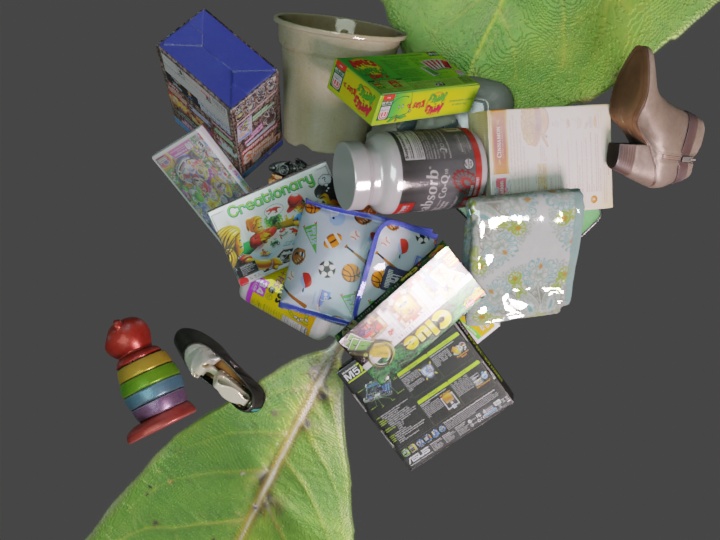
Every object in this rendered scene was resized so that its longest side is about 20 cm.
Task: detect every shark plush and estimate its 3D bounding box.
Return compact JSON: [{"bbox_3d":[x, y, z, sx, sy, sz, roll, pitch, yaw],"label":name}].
[{"bbox_3d":[0.051,-0.175,1.273,0.083,0.091,0.200,38,98,-27],"label":"shark plush"}]

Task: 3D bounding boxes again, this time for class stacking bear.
[{"bbox_3d":[-0.374,0.176,1.470,0.113,0.121,0.201,-27,86,16],"label":"stacking bear"}]

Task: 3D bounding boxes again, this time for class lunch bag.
[{"bbox_3d":[0.000,0.000,1.238,0.199,0.124,0.171,16,91,9],"label":"lunch bag"}]

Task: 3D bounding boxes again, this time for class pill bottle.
[{"bbox_3d":[-0.090,0.045,1.392,0.199,0.104,0.105,28,103,5],"label":"pill bottle"},{"bbox_3d":[0.068,-0.139,1.204,0.199,0.116,0.117,-7,99,-20],"label":"pill bottle"}]

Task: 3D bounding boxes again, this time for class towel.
[{"bbox_3d":[0.230,-0.018,1.228,0.170,0.048,0.201,-8,119,-15],"label":"towel"}]

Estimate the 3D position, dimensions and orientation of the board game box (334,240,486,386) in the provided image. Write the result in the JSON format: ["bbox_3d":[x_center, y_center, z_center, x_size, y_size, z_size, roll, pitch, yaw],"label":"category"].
[{"bbox_3d":[0.071,0.062,1.184,0.200,0.023,0.105,-42,119,4],"label":"board game box"}]

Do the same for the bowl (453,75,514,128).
[{"bbox_3d":[0.135,-0.205,1.321,0.198,0.075,0.201,6,97,11],"label":"bowl"}]

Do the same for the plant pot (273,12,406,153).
[{"bbox_3d":[-0.042,-0.282,1.300,0.199,0.201,0.184,12,113,9],"label":"plant pot"}]

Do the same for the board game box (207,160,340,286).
[{"bbox_3d":[-0.121,-0.074,1.322,0.199,0.035,0.127,-24,102,-4],"label":"board game box"}]

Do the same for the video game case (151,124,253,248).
[{"bbox_3d":[-0.234,-0.127,1.370,0.143,0.018,0.200,-17,117,46],"label":"video game case"}]

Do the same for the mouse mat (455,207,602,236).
[{"bbox_3d":[0.260,-0.103,1.351,0.200,0.008,0.161,45,104,2],"label":"mouse mat"}]

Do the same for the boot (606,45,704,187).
[{"bbox_3d":[0.438,-0.220,1.243,0.145,0.070,0.201,0,114,-22],"label":"boot"}]

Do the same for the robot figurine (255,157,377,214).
[{"bbox_3d":[-0.075,-0.098,1.389,0.199,0.058,0.146,19,102,7],"label":"robot figurine"}]

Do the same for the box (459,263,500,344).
[{"bbox_3d":[0.117,0.096,1.355,0.200,0.113,0.101,-41,92,16],"label":"box"}]

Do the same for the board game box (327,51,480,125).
[{"bbox_3d":[0.063,-0.259,1.201,0.102,0.199,0.048,44,132,31],"label":"board game box"}]

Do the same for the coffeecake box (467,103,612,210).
[{"bbox_3d":[0.266,-0.163,1.261,0.199,0.073,0.155,-6,98,-16],"label":"coffeecake box"}]

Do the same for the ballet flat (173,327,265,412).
[{"bbox_3d":[-0.246,0.171,1.460,0.200,0.068,0.068,38,104,3],"label":"ballet flat"}]

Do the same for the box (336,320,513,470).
[{"bbox_3d":[0.098,0.172,1.292,0.200,0.048,0.193,-37,89,15],"label":"box"}]

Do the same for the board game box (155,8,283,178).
[{"bbox_3d":[-0.208,-0.262,1.293,0.159,0.200,0.097,42,71,13],"label":"board game box"}]
